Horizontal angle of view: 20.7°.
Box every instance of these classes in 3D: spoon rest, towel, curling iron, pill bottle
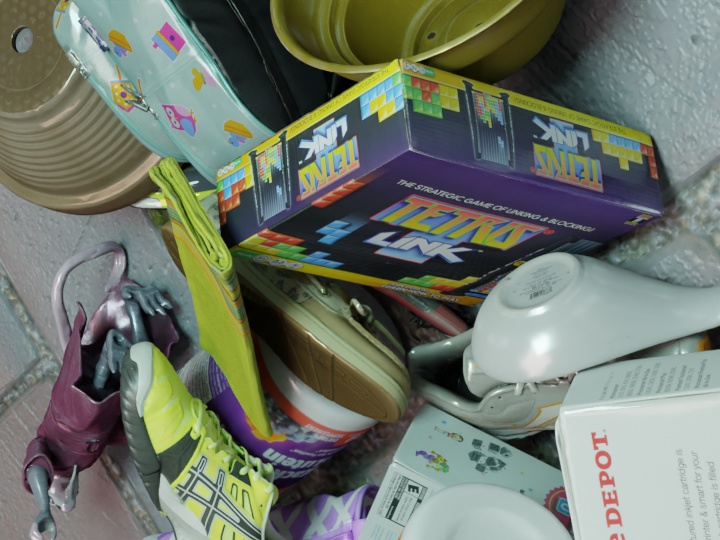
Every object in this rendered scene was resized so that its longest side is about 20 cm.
[{"bbox_3d":[0.153,0.014,1.113,0.198,0.100,0.061,-20,120,22],"label":"spoon rest"},{"bbox_3d":[-0.086,0.022,1.166,0.086,0.018,0.201,58,167,31],"label":"towel"},{"bbox_3d":[0.000,0.000,1.207,0.199,0.026,0.049,34,156,-35],"label":"curling iron"},{"bbox_3d":[-0.067,0.093,1.332,0.200,0.111,0.112,-40,80,43],"label":"pill bottle"},{"bbox_3d":[0.047,0.220,1.135,0.110,0.109,0.201,44,139,19],"label":"pill bottle"}]

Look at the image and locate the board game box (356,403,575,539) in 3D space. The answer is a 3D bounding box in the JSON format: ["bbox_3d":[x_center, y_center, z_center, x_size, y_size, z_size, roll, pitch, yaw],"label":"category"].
[{"bbox_3d":[0.095,0.192,1.212,0.198,0.064,0.148,26,128,5],"label":"board game box"}]

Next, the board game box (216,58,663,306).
[{"bbox_3d":[0.045,-0.043,1.119,0.165,0.199,0.057,-26,62,45],"label":"board game box"}]

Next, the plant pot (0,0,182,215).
[{"bbox_3d":[-0.198,-0.142,1.309,0.199,0.093,0.203,-3,83,25],"label":"plant pot"}]

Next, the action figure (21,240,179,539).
[{"bbox_3d":[-0.210,0.104,1.447,0.149,0.133,0.201,50,133,20],"label":"action figure"}]

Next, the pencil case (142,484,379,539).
[{"bbox_3d":[-0.067,0.202,1.355,0.198,0.085,0.085,-17,64,20],"label":"pencil case"}]

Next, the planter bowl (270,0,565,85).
[{"bbox_3d":[0.055,-0.161,1.111,0.199,0.201,0.084,6,147,39],"label":"planter bowl"}]

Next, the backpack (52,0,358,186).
[{"bbox_3d":[-0.075,-0.146,1.199,0.200,0.176,0.153,49,135,2],"label":"backpack"}]

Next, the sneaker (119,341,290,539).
[{"bbox_3d":[-0.096,0.127,1.263,0.076,0.076,0.201,-19,116,7],"label":"sneaker"}]

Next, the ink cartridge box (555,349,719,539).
[{"bbox_3d":[0.217,0.119,1.063,0.198,0.084,0.148,-7,104,18],"label":"ink cartridge box"}]

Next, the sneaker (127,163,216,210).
[{"bbox_3d":[-0.161,-0.100,1.366,0.199,0.074,0.082,24,117,30],"label":"sneaker"}]

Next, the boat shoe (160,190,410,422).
[{"bbox_3d":[-0.037,0.015,1.206,0.200,0.063,0.074,39,157,22],"label":"boat shoe"}]

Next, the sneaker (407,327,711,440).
[{"bbox_3d":[0.112,0.063,1.163,0.199,0.091,0.077,-13,69,42],"label":"sneaker"}]
